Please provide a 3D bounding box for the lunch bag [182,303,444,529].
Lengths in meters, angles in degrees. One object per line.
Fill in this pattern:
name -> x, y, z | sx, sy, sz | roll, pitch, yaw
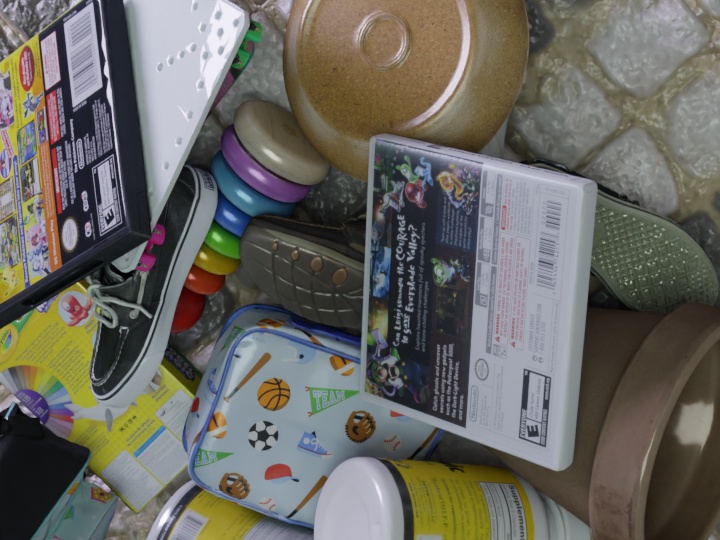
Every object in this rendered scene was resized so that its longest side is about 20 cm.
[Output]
lunch bag -> -0.031, 0.118, 1.190 | 0.198, 0.076, 0.162 | 19, 100, -15

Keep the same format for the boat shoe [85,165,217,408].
boat shoe -> -0.174, 0.011, 1.141 | 0.068, 0.074, 0.201 | 11, 115, -39

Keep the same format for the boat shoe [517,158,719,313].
boat shoe -> 0.189, -0.026, 1.147 | 0.199, 0.062, 0.075 | 28, 105, -16

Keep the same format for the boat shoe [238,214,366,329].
boat shoe -> 0.000, 0.000, 1.162 | 0.198, 0.074, 0.075 | 23, 135, -17

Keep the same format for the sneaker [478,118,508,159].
sneaker -> 0.079, -0.106, 1.133 | 0.072, 0.071, 0.202 | -2, 105, 8

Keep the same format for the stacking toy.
stacking toy -> -0.110, -0.033, 1.183 | 0.085, 0.085, 0.200 | 37, 113, -3

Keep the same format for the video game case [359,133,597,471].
video game case -> 0.076, 0.019, 1.051 | 0.181, 0.023, 0.202 | 16, 113, 37

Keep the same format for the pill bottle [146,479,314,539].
pill bottle -> -0.068, 0.251, 1.198 | 0.199, 0.112, 0.113 | 24, 109, 25

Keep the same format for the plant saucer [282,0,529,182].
plant saucer -> 0.023, -0.164, 1.103 | 0.198, 0.035, 0.203 | -2, 86, 25

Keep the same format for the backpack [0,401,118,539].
backpack -> -0.298, 0.229, 1.217 | 0.153, 0.176, 0.200 | 37, 134, -11

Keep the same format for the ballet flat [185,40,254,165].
ballet flat -> -0.155, -0.113, 1.160 | 0.071, 0.069, 0.201 | 17, 111, -43

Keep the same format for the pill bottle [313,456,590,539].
pill bottle -> 0.073, 0.203, 1.146 | 0.198, 0.111, 0.112 | 9, 110, -31

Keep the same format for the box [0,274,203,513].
box -> -0.213, 0.089, 1.240 | 0.117, 0.048, 0.200 | -42, 99, 16

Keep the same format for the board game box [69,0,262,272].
board game box -> -0.171, -0.127, 1.111 | 0.200, 0.026, 0.201 | 36, 104, 42

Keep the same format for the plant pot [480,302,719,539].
plant pot -> 0.178, 0.106, 1.120 | 0.173, 0.199, 0.202 | 18, 109, 32

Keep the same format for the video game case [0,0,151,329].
video game case -> -0.230, -0.082, 1.119 | 0.180, 0.025, 0.202 | -27, 63, 35
